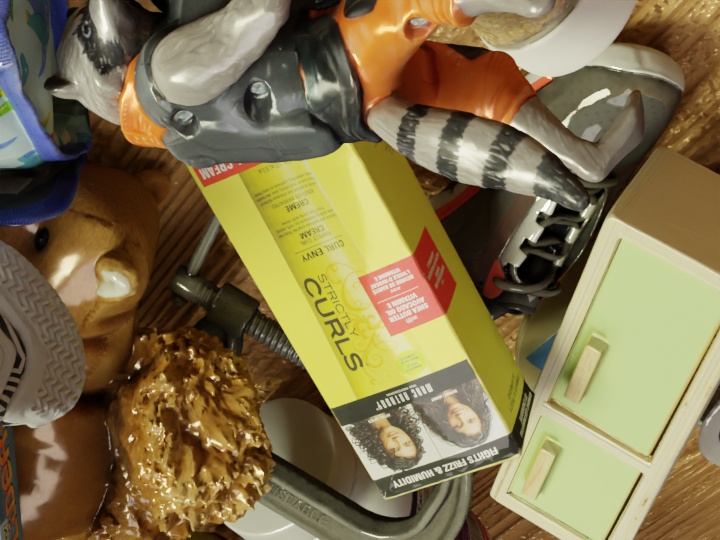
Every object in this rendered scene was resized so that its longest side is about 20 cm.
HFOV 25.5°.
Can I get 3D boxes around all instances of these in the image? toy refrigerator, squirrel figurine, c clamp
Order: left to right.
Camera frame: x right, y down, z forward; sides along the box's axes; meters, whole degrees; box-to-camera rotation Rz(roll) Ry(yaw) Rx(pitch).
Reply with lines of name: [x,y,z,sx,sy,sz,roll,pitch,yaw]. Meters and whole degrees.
squirrel figurine: [-0.128,0.044,0.755,0.199,0.142,0.187,30,116,-9]
c clamp: [-0.022,0.068,0.797,0.199,0.027,0.171,35,126,-3]
toy refrigerator: [0.129,0.048,0.754,0.076,0.070,0.201,30,136,13]

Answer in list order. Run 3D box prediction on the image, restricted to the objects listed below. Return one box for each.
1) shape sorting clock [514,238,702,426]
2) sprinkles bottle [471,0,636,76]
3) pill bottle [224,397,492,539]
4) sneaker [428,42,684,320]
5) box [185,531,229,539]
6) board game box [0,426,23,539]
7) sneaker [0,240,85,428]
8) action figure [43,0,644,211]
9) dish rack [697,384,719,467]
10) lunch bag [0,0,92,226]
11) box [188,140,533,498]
shape sorting clock: [0.178,0.020,0.851,0.199,0.039,0.201,-12,141,-10]
sprinkles bottle: [0.016,-0.141,0.572,0.199,0.069,0.068,26,134,-37]
pill bottle: [-0.004,0.155,0.953,0.111,0.112,0.200,-20,143,20]
sneaker: [0.086,-0.022,0.739,0.077,0.082,0.200,12,142,-24]
box: [-0.091,0.194,0.962,0.075,0.050,0.200,25,174,12]
board game box: [-0.218,0.065,0.682,0.134,0.034,0.201,-1,107,5]
sneaker: [-0.206,0.022,0.576,0.199,0.076,0.115,18,151,-33]
action figure: [-0.020,-0.075,0.512,0.192,0.105,0.200,1,166,22]
dish rack: [0.270,0.049,0.850,0.200,0.044,0.172,28,110,-42]
lunch bag: [-0.195,-0.077,0.594,0.169,0.128,0.200,-3,167,-4]
box: [0.000,0.000,0.696,0.075,0.050,0.201,-20,112,22]
